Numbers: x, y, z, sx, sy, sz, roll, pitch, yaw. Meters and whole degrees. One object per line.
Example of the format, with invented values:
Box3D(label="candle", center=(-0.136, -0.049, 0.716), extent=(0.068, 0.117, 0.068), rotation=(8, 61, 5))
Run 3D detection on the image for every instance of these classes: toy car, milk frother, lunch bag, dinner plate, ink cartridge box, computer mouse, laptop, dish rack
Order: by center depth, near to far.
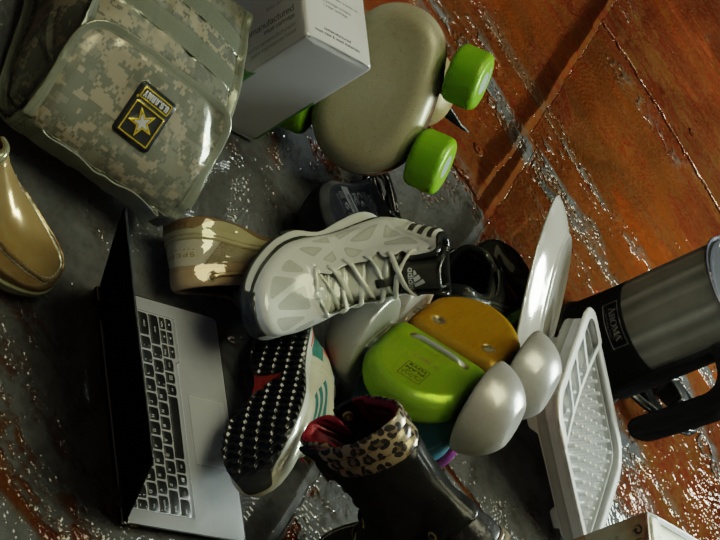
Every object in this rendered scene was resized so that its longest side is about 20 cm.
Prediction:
Box3D(label="laptop", center=(-0.127, 0.082, 1.316), extent=(0.200, 0.116, 0.188), rotation=(19, 54, -47))
Box3D(label="lunch bag", center=(-0.181, -0.151, 1.405), extent=(0.164, 0.117, 0.200), rotation=(36, 48, -36))
Box3D(label="toy car", center=(0.058, 0.100, 1.541), extent=(0.175, 0.150, 0.200), rotation=(31, 26, 15))
Box3D(label="ink cartridge box", center=(-0.077, -0.238, 1.577), extent=(0.084, 0.145, 0.200), rotation=(23, 50, -42))
Box3D(label="computer mouse", center=(-0.005, -0.029, 1.627), extent=(0.139, 0.053, 0.200), rotation=(67, 21, 8))
Box3D(label="toy car", center=(0.033, -0.157, 1.682), extent=(0.164, 0.158, 0.200), rotation=(25, 2, 12))
Box3D(label="dish rack", center=(0.204, 0.155, 1.741), extent=(0.172, 0.043, 0.200), rotation=(-62, 143, -52))
Box3D(label="dinner plate", center=(0.177, 0.027, 1.744), extent=(0.200, 0.024, 0.201), rotation=(12, 90, -77))
Box3D(label="milk frother", center=(0.343, 0.078, 1.903), extent=(0.200, 0.188, 0.181), rotation=(-11, 77, -56))

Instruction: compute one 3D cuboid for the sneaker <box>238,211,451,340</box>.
Box3D(label="sneaker", center=(0.000, -0.001, 1.432), extent=(0.200, 0.115, 0.076), rotation=(-30, 114, -48))

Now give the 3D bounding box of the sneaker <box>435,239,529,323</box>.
Box3D(label="sneaker", center=(0.117, 0.009, 1.708), extent=(0.200, 0.077, 0.084), rotation=(-58, 146, -65))

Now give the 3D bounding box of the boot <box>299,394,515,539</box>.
Box3D(label="boot", center=(0.007, 0.170, 1.361), extent=(0.073, 0.200, 0.151), rotation=(-48, 113, -31))

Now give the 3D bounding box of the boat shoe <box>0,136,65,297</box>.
Box3D(label="boat shoe", center=(-0.268, -0.063, 1.256), extent=(0.200, 0.076, 0.072), rotation=(47, 36, -24))

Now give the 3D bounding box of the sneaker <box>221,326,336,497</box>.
Box3D(label="sneaker", center=(-0.050, 0.123, 1.422), extent=(0.094, 0.070, 0.200), rotation=(58, 20, -25))

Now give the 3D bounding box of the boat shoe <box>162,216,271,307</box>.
Box3D(label="boat shoe", center=(-0.081, 0.009, 1.481), extent=(0.200, 0.071, 0.065), rotation=(14, 66, -43))

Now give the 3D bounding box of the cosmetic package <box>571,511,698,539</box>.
Box3D(label="cosmetic package", center=(0.192, 0.286, 1.541), extent=(0.103, 0.200, 0.087), rotation=(32, 43, -41))
